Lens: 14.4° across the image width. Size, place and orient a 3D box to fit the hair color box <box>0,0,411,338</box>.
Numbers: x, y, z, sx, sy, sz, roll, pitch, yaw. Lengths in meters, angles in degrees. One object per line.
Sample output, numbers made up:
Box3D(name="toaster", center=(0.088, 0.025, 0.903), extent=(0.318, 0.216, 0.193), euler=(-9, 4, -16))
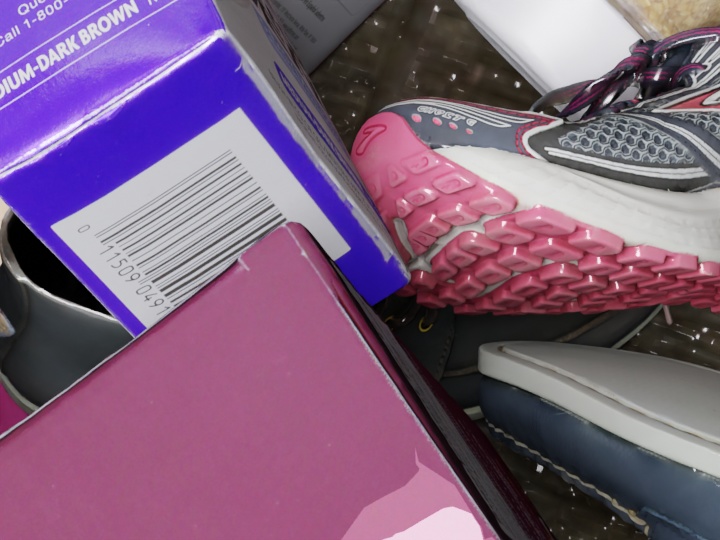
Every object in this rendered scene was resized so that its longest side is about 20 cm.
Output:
Box3D(name="hair color box", center=(-0.067, -0.079, 0.665), extent=(0.065, 0.109, 0.201), euler=(-32, 54, 4))

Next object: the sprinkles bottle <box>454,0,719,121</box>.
Box3D(name="sprinkles bottle", center=(0.115, -0.127, 0.786), extent=(0.200, 0.068, 0.068), euler=(-46, 75, 3))

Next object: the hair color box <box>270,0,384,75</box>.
Box3D(name="hair color box", center=(0.019, -0.147, 0.793), extent=(0.200, 0.101, 0.061), euler=(-43, 75, 3))

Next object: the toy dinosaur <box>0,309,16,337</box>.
Box3D(name="toy dinosaur", center=(-0.167, 0.045, 0.664), extent=(0.181, 0.105, 0.200), euler=(-37, 88, -10))

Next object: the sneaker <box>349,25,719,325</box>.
Box3D(name="sneaker", center=(0.076, -0.028, 0.733), extent=(0.080, 0.199, 0.075), euler=(-15, 78, 48))

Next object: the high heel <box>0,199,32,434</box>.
Box3D(name="high heel", center=(-0.105, -0.014, 0.821), extent=(0.096, 0.067, 0.201), euler=(-38, 63, 16))

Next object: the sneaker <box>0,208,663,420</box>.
Box3D(name="sneaker", center=(0.000, 0.000, 0.755), extent=(0.199, 0.106, 0.075), euler=(-11, 78, -9))

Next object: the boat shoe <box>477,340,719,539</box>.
Box3D(name="boat shoe", center=(0.110, 0.069, 0.712), extent=(0.199, 0.075, 0.062), euler=(20, 109, 28))

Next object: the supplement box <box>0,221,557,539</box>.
Box3D(name="supplement box", center=(-0.012, 0.080, 0.648), extent=(0.110, 0.200, 0.086), euler=(-35, 68, 2))
